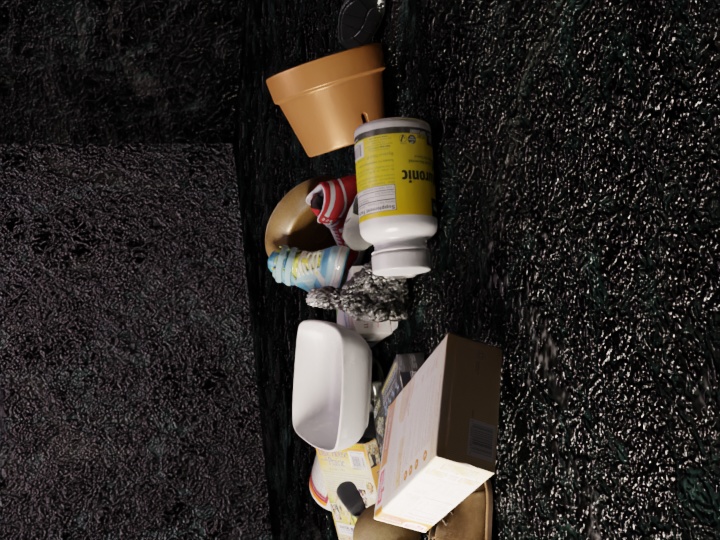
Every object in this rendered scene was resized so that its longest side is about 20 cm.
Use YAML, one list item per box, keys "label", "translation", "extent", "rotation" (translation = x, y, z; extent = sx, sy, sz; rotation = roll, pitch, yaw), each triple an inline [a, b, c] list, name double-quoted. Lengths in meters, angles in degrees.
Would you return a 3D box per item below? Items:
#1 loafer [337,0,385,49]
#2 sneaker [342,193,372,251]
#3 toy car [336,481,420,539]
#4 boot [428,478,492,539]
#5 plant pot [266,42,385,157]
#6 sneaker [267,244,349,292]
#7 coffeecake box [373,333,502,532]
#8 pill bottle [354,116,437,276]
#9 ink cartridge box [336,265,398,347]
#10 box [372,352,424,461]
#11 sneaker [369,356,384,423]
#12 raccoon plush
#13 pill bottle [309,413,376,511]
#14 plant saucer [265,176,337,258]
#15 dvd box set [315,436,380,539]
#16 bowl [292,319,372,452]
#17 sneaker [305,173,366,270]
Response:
- label: "loafer"
  translation: [0.014, -0.458, 1.549]
  extent: [0.064, 0.071, 0.202]
  rotation: [-77, 6, -45]
- label: "sneaker"
  translation: [0.022, -0.104, 1.537]
  extent: [0.073, 0.071, 0.200]
  rotation: [-65, 5, -31]
- label: "toy car"
  translation: [0.034, 0.376, 1.281]
  extent: [0.159, 0.161, 0.203]
  rotation: [107, 152, -54]
- label: "boot"
  translation: [0.118, 0.291, 1.139]
  extent: [0.074, 0.074, 0.204]
  rotation: [112, 155, -67]
- label: "plant pot"
  translation: [-0.040, -0.274, 1.552]
  extent: [0.200, 0.197, 0.142]
  rotation: [-161, 52, -76]
- label: "sneaker"
  translation: [-0.095, -0.009, 1.656]
  extent: [0.200, 0.128, 0.081]
  rotation: [130, 158, -68]
- label: "coffeecake box"
  translation: [0.088, 0.194, 1.108]
  extent: [0.201, 0.072, 0.156]
  rotation: [121, 162, -52]
- label: "pill bottle"
  translation: [0.050, -0.098, 1.302]
  extent: [0.111, 0.109, 0.204]
  rotation: [150, 117, -75]
- label: "ink cartridge box"
  translation: [0.007, 0.060, 1.607]
  extent: [0.200, 0.066, 0.119]
  rotation: [131, 136, -72]
- label: "box"
  translation: [0.066, 0.240, 1.419]
  extent: [0.201, 0.048, 0.164]
  rotation: [108, 155, -56]
- label: "sneaker"
  translation: [0.002, 0.171, 1.649]
  extent: [0.200, 0.073, 0.090]
  rotation: [-131, 39, -55]
- label: "raccoon plush"
  translation: [0.000, 0.000, 1.422]
  extent: [0.097, 0.196, 0.137]
  rotation: [-24, -63, -68]
- label: "pill bottle"
  translation: [-0.026, 0.333, 1.692]
  extent: [0.111, 0.107, 0.202]
  rotation: [-105, 21, -44]
- label: "plant saucer"
  translation: [-0.084, -0.076, 1.764]
  extent: [0.035, 0.198, 0.203]
  rotation: [41, 137, 39]
- label: "dvd box set"
  translation: [-0.004, 0.373, 1.563]
  extent: [0.145, 0.029, 0.204]
  rotation: [-10, 96, 52]
- label: "bowl"
  translation: [-0.041, 0.184, 1.547]
  extent: [0.199, 0.073, 0.204]
  rotation: [-173, 86, -65]
- label: "sneaker"
  translation: [-0.045, -0.081, 1.707]
  extent: [0.071, 0.111, 0.203]
  rotation: [-126, 34, -47]
